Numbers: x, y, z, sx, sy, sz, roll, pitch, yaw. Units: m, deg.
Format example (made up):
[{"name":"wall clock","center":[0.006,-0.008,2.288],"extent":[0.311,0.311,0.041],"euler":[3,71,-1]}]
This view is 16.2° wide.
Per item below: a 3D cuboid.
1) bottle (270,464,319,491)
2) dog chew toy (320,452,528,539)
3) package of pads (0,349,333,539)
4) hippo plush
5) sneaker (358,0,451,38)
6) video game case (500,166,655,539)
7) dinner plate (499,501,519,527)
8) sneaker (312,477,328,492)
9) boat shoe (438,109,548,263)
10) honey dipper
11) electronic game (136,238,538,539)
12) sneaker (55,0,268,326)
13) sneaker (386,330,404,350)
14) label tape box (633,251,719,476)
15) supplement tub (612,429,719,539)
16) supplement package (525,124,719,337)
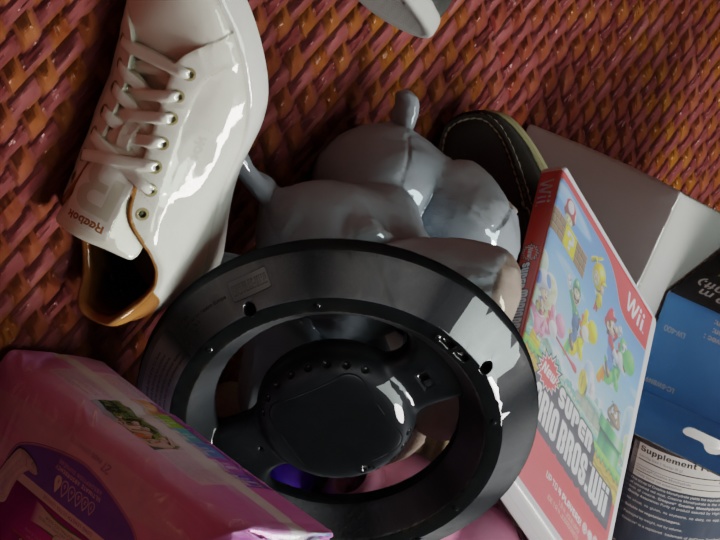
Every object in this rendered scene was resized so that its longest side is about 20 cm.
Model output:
[{"name":"bottle","center":[-0.088,0.143,1.341],"extent":[0.200,0.065,0.084],"euler":[-45,168,-16]},{"name":"dog chew toy","center":[0.042,0.171,1.389],"extent":[0.125,0.124,0.200],"euler":[-53,130,-18]},{"name":"package of pads","center":[-0.108,0.130,1.176],"extent":[0.076,0.200,0.121],"euler":[10,105,-46]},{"name":"hippo plush","center":[0.000,0.000,1.338],"extent":[0.159,0.200,0.161],"euler":[-62,-179,28]},{"name":"sneaker","center":[0.020,-0.200,1.257],"extent":[0.099,0.071,0.200],"euler":[-60,158,-9]},{"name":"video game case","center":[0.116,0.062,1.400],"extent":[0.143,0.017,0.200],"euler":[55,39,-40]},{"name":"dinner plate","center":[0.086,0.155,1.570],"extent":[0.024,0.200,0.200],"euler":[34,82,-19]},{"name":"sneaker","center":[-0.050,0.188,1.479],"extent":[0.085,0.074,0.200],"euler":[-5,110,-51]},{"name":"boat shoe","center":[0.080,0.000,1.432],"extent":[0.065,0.073,0.200],"euler":[19,56,-67]},{"name":"honey dipper","center":[-0.005,0.092,1.439],"extent":[0.200,0.038,0.038],"euler":[14,102,-38]},{"name":"electronic game","center":[-0.012,0.067,1.251],"extent":[0.042,0.200,0.200],"euler":[-88,-179,-53]},{"name":"sneaker","center":[-0.097,-0.056,1.175],"extent":[0.085,0.073,0.200],"euler":[-36,144,-44]},{"name":"sneaker","center":[0.045,0.059,1.528],"extent":[0.081,0.076,0.200],"euler":[-56,147,8]},{"name":"label tape box","center":[0.261,0.051,1.541],"extent":[0.200,0.144,0.063],"euler":[-33,139,-45]},{"name":"supplement tub","center":[0.237,0.128,1.820],"extent":[0.140,0.140,0.200],"euler":[-28,137,-47]},{"name":"supplement package","center":[0.168,-0.003,1.617],"extent":[0.200,0.117,0.117],"euler":[18,99,-62]}]
